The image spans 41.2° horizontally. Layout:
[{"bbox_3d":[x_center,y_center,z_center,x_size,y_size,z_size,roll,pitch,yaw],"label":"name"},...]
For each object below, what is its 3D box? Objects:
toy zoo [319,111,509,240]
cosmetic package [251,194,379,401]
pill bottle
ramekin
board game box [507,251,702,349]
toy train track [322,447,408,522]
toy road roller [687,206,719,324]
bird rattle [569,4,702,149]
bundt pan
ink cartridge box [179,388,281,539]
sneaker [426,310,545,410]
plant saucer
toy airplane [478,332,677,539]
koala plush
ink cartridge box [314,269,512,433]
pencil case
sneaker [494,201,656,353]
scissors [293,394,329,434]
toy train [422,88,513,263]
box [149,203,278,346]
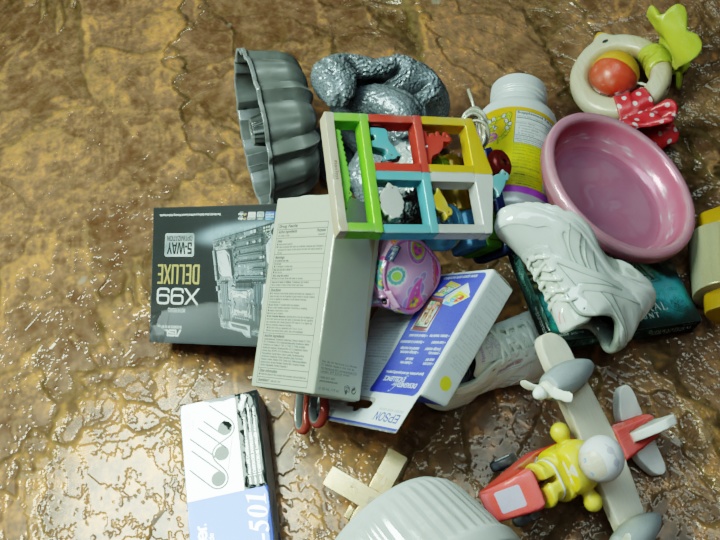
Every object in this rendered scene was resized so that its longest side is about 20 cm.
[{"bbox_3d":[0.061,-0.096,0.980,0.196,0.020,0.134,-1,70,-20],"label":"toy zoo"},{"bbox_3d":[-0.044,0.028,0.999,0.104,0.070,0.204,1,80,45],"label":"cosmetic package"},{"bbox_3d":[0.189,-0.138,1.174,0.102,0.105,0.203,4,61,9],"label":"pill bottle"},{"bbox_3d":[0.052,0.291,0.910,0.199,0.202,0.105,-35,53,-13],"label":"ramekin"},{"bbox_3d":[0.273,0.016,1.083,0.196,0.028,0.137,-6,58,-22],"label":"board game box"},{"bbox_3d":[-0.006,0.285,1.011,0.113,0.033,0.202,26,75,20],"label":"toy train track"},{"bbox_3d":[0.483,-0.007,1.076,0.198,0.145,0.125,-20,52,40],"label":"toy road roller"},{"bbox_3d":[0.348,-0.235,1.234,0.161,0.113,0.203,20,78,30],"label":"bird rattle"},{"bbox_3d":[-0.100,-0.178,1.186,0.074,0.203,0.205,-12,60,-13],"label":"bundt pan"},{"bbox_3d":[-0.141,0.238,1.044,0.092,0.044,0.203,-12,61,2],"label":"ink cartridge box"},{"bbox_3d":[0.157,0.095,1.052,0.197,0.100,0.076,-26,73,-6],"label":"sneaker"},{"bbox_3d":[0.289,-0.089,1.103,0.197,0.051,0.204,12,54,-17],"label":"plant saucer"},{"bbox_3d":[0.238,0.189,0.968,0.197,0.141,0.202,23,76,-1],"label":"toy airplane"},{"bbox_3d":[0.039,-0.139,1.160,0.180,0.179,0.203,-7,56,-9],"label":"koala plush"},{"bbox_3d":[0.050,0.092,1.031,0.047,0.197,0.202,40,69,-22],"label":"ink cartridge box"},{"bbox_3d":[0.000,0.000,1.080,0.198,0.088,0.088,8,55,53],"label":"pencil case"},{"bbox_3d":[0.215,0.010,0.991,0.198,0.078,0.100,35,62,-6],"label":"sneaker"},{"bbox_3d":[-0.049,0.078,1.058,0.014,0.073,0.205,8,80,-27],"label":"scissors"},{"bbox_3d":[0.104,-0.112,1.058,0.084,0.115,0.204,-20,75,40],"label":"toy train"},{"bbox_3d":[-0.150,0.007,1.106,0.196,0.050,0.161,1,87,25],"label":"box"}]
